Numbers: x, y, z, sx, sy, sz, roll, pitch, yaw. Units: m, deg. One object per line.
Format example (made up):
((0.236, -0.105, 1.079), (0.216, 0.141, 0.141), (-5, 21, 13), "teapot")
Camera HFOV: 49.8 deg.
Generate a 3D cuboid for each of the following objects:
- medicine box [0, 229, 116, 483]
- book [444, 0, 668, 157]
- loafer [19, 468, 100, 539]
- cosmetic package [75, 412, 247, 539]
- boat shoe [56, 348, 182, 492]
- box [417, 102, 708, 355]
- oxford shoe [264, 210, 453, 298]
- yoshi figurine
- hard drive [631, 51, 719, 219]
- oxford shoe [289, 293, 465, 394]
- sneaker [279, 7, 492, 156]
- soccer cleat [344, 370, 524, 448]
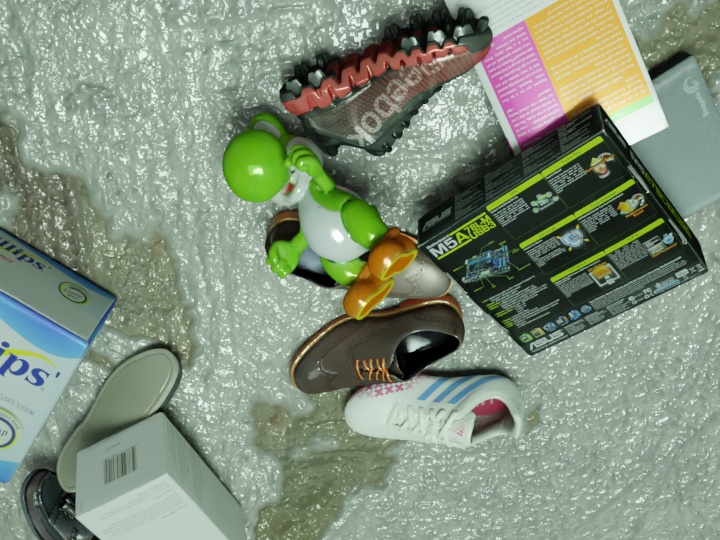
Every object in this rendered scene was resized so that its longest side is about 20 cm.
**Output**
((-0.376, 0.076, 0.775), (0.180, 0.104, 0.202), (32, 111, -14), "medicine box")
((0.166, -0.191, 0.677), (0.131, 0.048, 0.204), (-24, 102, 15), "book")
((-0.312, 0.302, 0.889), (0.061, 0.073, 0.204), (-6, 123, 21), "loafer")
((-0.207, 0.260, 0.832), (0.105, 0.086, 0.202), (-24, 132, 0), "cosmetic package")
((-0.254, 0.164, 0.852), (0.201, 0.073, 0.062), (-48, 150, 13), "boat shoe")
((0.184, -0.024, 0.714), (0.198, 0.048, 0.193), (-32, 120, 31), "box")
((0.000, 0.000, 0.762), (0.194, 0.073, 0.073), (11, 114, -6), "oxford shoe")
((-0.051, -0.054, 0.676), (0.112, 0.112, 0.200), (-42, 76, -4), "yoshi figurine")
((0.252, -0.093, 0.747), (0.197, 0.033, 0.141), (-31, 111, 12), "hard drive")
((0.014, 0.085, 0.800), (0.196, 0.073, 0.072), (-25, 113, 10), "oxford shoe")
((0.029, -0.159, 0.685), (0.196, 0.071, 0.099), (-17, 119, 21), "sneaker")
((0.078, 0.151, 0.823), (0.194, 0.087, 0.072), (-8, 115, 3), "soccer cleat")
